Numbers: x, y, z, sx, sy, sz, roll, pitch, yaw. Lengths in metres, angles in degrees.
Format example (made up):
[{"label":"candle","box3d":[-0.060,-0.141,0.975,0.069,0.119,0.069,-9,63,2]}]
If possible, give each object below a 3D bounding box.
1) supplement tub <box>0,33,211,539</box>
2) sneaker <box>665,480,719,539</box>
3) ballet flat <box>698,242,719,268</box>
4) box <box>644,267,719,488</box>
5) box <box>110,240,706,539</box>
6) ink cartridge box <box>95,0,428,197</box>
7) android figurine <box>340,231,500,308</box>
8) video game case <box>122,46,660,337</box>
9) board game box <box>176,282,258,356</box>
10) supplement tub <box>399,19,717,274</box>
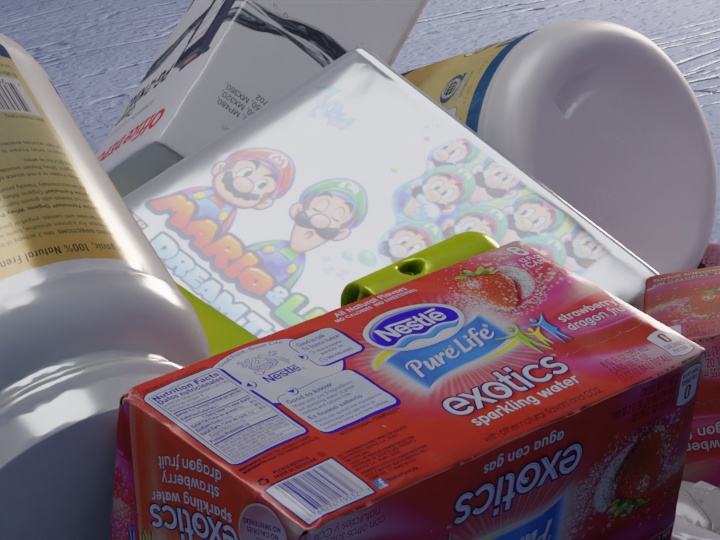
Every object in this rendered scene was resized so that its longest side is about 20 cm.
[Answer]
[{"label":"supplement tub","box3d":[-0.142,0.020,1.037,0.144,0.145,0.200,-18,54,-23]},{"label":"sneaker","box3d":[0.145,0.121,1.070,0.082,0.075,0.199,-6,16,-37]},{"label":"ballet flat","box3d":[0.161,0.019,1.400,0.071,0.069,0.199,-43,31,-27]},{"label":"box","box3d":[0.220,0.048,1.149,0.198,0.100,0.096,-9,16,9]},{"label":"box","box3d":[0.018,0.074,0.985,0.199,0.096,0.099,-21,40,-39]},{"label":"ink cartridge box","box3d":[-0.046,-0.102,1.386,0.201,0.084,0.145,-60,14,-22]},{"label":"android figurine","box3d":[0.027,0.068,1.107,0.199,0.183,0.041,-21,39,-33]},{"label":"video game case","box3d":[0.000,0.000,1.223,0.182,0.024,0.200,-35,56,-26]},{"label":"board game box","box3d":[-0.102,0.037,1.172,0.048,0.102,0.200,-38,45,-21]},{"label":"supplement tub","box3d":[0.063,-0.036,1.387,0.144,0.146,0.199,-24,7,-38]}]
